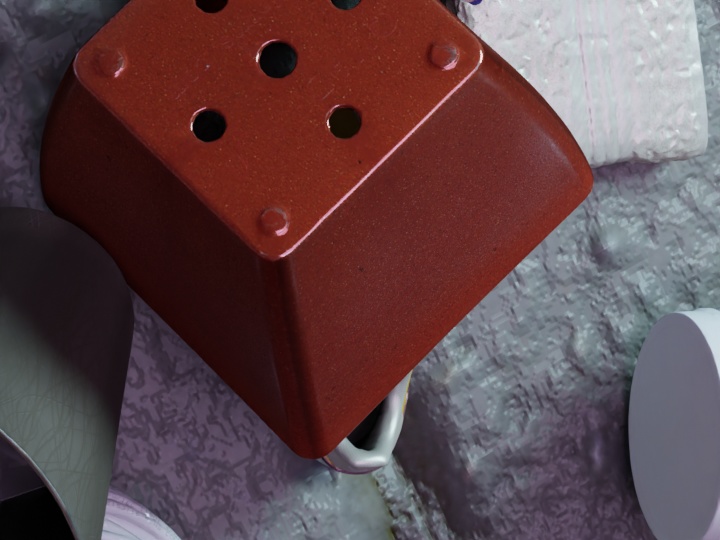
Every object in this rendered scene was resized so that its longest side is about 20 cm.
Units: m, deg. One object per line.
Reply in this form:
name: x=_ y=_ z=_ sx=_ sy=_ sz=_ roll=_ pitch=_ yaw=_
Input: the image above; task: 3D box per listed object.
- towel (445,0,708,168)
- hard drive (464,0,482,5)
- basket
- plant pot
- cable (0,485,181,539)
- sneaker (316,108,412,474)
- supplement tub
towel: x=0.105 y=-0.148 z=1.466 sx=0.132 sy=0.034 sz=0.201 roll=-9 pitch=99 yaw=-15
hard drive: x=0.095 y=-0.237 z=1.367 sx=0.025 sy=0.132 sz=0.201 roll=26 pitch=75 yaw=4
basket: x=-0.176 y=0.066 z=1.299 sx=0.135 sy=0.200 sz=0.181 roll=-24 pitch=115 yaw=19
plant pot: x=-0.029 y=-0.067 z=1.315 sx=0.200 sy=0.176 sz=0.200 roll=-44 pitch=74 yaw=-9
cable: x=-0.166 y=0.197 z=1.404 sx=0.199 sy=0.069 sz=0.201 roll=-21 pitch=104 yaw=-15
sneaker: x=0.000 y=0.000 z=1.420 sx=0.074 sy=0.090 sz=0.202 roll=-5 pitch=99 yaw=-17
supplement tub: x=0.253 y=0.082 z=1.485 sx=0.199 sy=0.145 sz=0.147 roll=-1 pitch=97 yaw=-18
